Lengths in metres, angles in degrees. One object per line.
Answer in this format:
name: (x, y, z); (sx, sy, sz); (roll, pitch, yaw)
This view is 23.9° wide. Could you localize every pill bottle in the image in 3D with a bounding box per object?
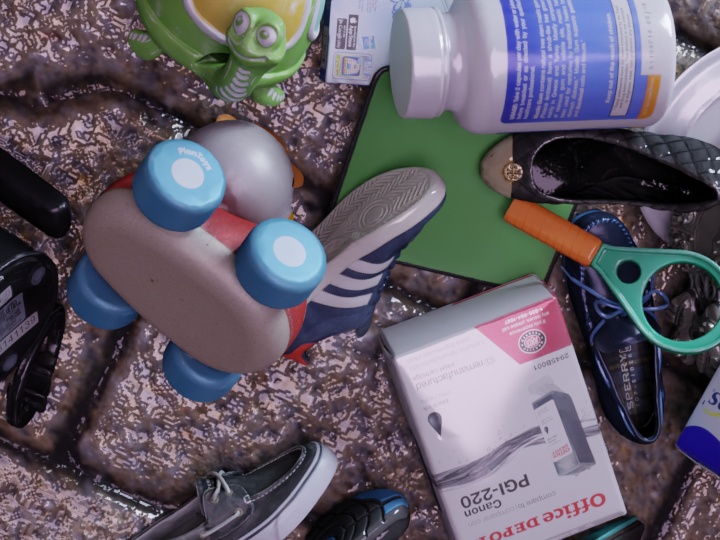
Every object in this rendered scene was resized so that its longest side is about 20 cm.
pill bottle: (0.127, -0.160, 1.280); (0.199, 0.112, 0.113); (-2, 101, -11)

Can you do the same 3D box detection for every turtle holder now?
turtle holder: (-0.094, -0.204, 1.231); (0.141, 0.186, 0.132); (33, 123, 2)

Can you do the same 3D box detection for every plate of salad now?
plate of salad: (0.312, -0.104, 1.397); (0.199, 0.048, 0.201); (-10, 123, -16)

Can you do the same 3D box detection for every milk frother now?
milk frother: (-0.318, 0.015, 1.273); (0.188, 0.180, 0.201); (32, 128, 19)

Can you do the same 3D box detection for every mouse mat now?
mouse mat: (0.082, -0.069, 1.365); (0.199, 0.008, 0.161); (13, 113, -16)

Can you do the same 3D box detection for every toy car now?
toy car: (-0.093, -0.040, 1.283); (0.177, 0.184, 0.200); (37, 50, -3)

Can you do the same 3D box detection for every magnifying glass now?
magnifying glass: (0.205, -0.002, 1.347); (0.200, 0.022, 0.080); (30, 89, 13)

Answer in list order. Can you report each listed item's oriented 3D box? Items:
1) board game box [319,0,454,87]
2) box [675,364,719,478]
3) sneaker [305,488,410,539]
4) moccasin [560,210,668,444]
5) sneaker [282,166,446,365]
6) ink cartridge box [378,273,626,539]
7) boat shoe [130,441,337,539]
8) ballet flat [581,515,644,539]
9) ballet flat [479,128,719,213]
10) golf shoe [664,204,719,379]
board game box: (0.074, -0.241, 1.334); (0.198, 0.043, 0.201); (3, 100, -10)
box: (0.388, 0.104, 1.391); (0.184, 0.105, 0.201); (24, 96, -39)
sneaker: (-0.021, 0.264, 1.404); (0.082, 0.073, 0.200); (39, 102, -18)
moccasin: (0.223, 0.047, 1.398); (0.080, 0.068, 0.201); (-21, 107, -5)
sneaker: (0.000, 0.000, 1.347); (0.200, 0.075, 0.084); (-37, 123, 17)
ink cartridge box: (0.116, 0.126, 1.389); (0.145, 0.085, 0.201); (-21, 106, -3)
boat shoe: (-0.110, 0.197, 1.368); (0.200, 0.072, 0.071); (-39, 109, 1)
ballet flat: (0.170, 0.258, 1.397); (0.199, 0.068, 0.069); (-11, 75, -41)
ballet flat: (0.189, -0.079, 1.318); (0.199, 0.057, 0.067); (2, 109, 16)
golf shoe: (0.308, -0.012, 1.392); (0.097, 0.078, 0.201); (-22, 133, -29)
